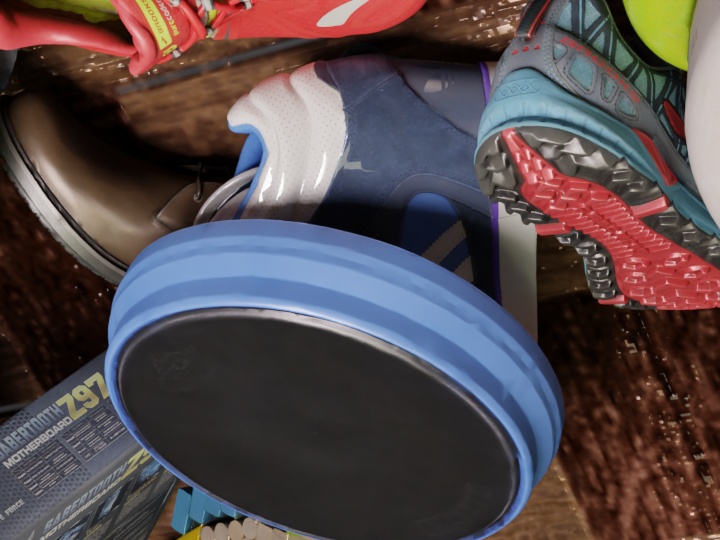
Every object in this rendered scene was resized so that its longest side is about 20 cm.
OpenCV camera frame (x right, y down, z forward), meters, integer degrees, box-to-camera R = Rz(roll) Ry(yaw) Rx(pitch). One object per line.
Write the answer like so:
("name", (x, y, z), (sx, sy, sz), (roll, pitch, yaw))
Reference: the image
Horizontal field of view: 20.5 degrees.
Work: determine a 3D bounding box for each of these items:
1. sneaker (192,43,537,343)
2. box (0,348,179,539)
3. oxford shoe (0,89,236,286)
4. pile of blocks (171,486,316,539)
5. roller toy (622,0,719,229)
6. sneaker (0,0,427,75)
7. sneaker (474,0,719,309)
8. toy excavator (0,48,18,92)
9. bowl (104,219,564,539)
("sneaker", (0.000, 0.000, 0.861), (0.146, 0.081, 0.201), (-3, 122, -4))
("box", (-0.154, 0.119, 0.939), (0.051, 0.200, 0.158), (40, 133, 11))
("oxford shoe", (-0.077, -0.025, 0.895), (0.200, 0.073, 0.084), (37, 111, -20))
("pile of blocks", (-0.037, 0.122, 1.018), (0.062, 0.082, 0.200), (-2, 161, -45))
("roller toy", (0.212, -0.077, 0.721), (0.200, 0.140, 0.183), (-26, 120, 30))
("sneaker", (-0.065, -0.110, 0.797), (0.199, 0.085, 0.077), (0, 131, 14))
("sneaker", (0.119, -0.048, 0.810), (0.079, 0.096, 0.200), (-4, 156, 30))
("toy excavator", (-0.213, -0.004, 0.829), (0.100, 0.201, 0.195), (10, 138, -32))
("bowl", (-0.015, 0.056, 0.842), (0.200, 0.039, 0.201), (13, 146, 9))
